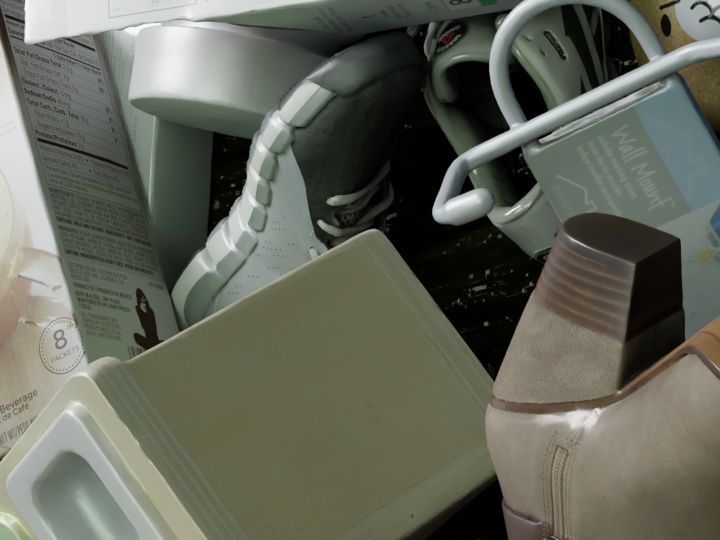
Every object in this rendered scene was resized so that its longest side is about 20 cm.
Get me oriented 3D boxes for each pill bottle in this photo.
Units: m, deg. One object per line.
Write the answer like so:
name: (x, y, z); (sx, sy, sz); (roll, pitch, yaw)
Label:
pill bottle: (-0.036, -0.160, 1.000); (0.109, 0.109, 0.201); (7, 84, 33)

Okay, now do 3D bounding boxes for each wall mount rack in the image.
wall mount rack: (0.130, -0.015, 0.830); (0.173, 0.075, 0.200); (-25, 109, 22)

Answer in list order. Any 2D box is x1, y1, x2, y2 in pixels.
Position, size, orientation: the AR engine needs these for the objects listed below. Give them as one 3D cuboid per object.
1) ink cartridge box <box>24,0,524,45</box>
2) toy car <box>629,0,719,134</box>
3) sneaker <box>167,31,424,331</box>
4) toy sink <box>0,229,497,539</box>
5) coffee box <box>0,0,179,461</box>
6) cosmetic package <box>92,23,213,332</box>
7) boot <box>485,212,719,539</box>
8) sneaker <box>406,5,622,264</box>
ink cartridge box: (-0.033, -0.169, 0.920); (0.199, 0.050, 0.162); (-8, 73, 19)
toy car: (0.141, -0.105, 0.868); (0.164, 0.158, 0.201); (12, 98, 25)
sneaker: (0.000, 0.000, 0.950); (0.116, 0.075, 0.200); (54, 142, 16)
toy sink: (-0.060, 0.087, 0.855); (0.112, 0.200, 0.130); (53, 141, 9)
coffee box: (-0.155, -0.008, 1.003); (0.114, 0.080, 0.201); (-27, 68, 25)
cosmetic package: (-0.142, -0.035, 1.077); (0.150, 0.052, 0.201); (-2, 80, 29)
boot: (0.118, 0.073, 0.760); (0.200, 0.070, 0.147); (32, 130, 45)
sneaker: (0.058, -0.098, 0.945); (0.074, 0.088, 0.201); (-29, 65, 26)
